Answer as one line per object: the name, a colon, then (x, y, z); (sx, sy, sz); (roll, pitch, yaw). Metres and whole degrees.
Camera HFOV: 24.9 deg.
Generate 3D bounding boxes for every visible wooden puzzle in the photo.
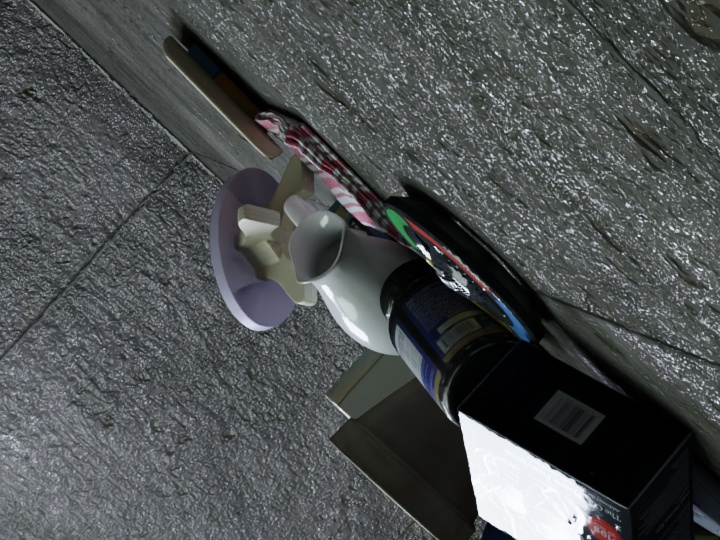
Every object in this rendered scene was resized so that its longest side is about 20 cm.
wooden puzzle: (-0.160, -0.207, 1.939); (0.185, 0.037, 0.200); (46, -179, -6)

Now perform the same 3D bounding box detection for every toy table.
toy table: (-0.097, -0.040, 1.935); (0.183, 0.201, 0.117); (-2, 165, -42)

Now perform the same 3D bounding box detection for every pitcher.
pitcher: (0.000, 0.000, 1.854); (0.200, 0.121, 0.172); (36, -164, -37)

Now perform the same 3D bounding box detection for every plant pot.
plant pot: (0.093, 0.201, 1.900); (0.200, 0.174, 0.200); (42, 177, 3)

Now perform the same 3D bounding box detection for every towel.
towel: (-0.030, -0.102, 1.827); (0.200, 0.030, 0.146); (44, 177, -21)

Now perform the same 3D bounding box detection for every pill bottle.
pill bottle: (0.096, 0.070, 1.708); (0.112, 0.112, 0.200); (45, -176, -37)

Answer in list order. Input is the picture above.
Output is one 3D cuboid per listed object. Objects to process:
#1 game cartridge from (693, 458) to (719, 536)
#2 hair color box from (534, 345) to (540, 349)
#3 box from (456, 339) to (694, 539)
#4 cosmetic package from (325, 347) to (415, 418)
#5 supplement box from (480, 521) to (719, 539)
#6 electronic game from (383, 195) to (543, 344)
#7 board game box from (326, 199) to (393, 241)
game cartridge: (0.321, 0.211, 1.655); (0.133, 0.041, 0.200); (47, 175, -11)
hair color box: (0.160, 0.101, 1.865); (0.100, 0.061, 0.200); (43, 176, -7)
box: (0.207, 0.196, 1.545); (0.199, 0.104, 0.183); (28, 150, 33)
cosmetic package: (0.049, 0.117, 2.136); (0.073, 0.200, 0.104); (42, 175, -6)
supplement box: (0.278, 0.327, 1.895); (0.199, 0.135, 0.199); (26, -170, 41)
electronic game: (0.098, 0.000, 1.560); (0.200, 0.042, 0.200); (43, 176, 3)
board game box: (0.015, -0.021, 2.096); (0.151, 0.047, 0.200); (43, 176, 1)
